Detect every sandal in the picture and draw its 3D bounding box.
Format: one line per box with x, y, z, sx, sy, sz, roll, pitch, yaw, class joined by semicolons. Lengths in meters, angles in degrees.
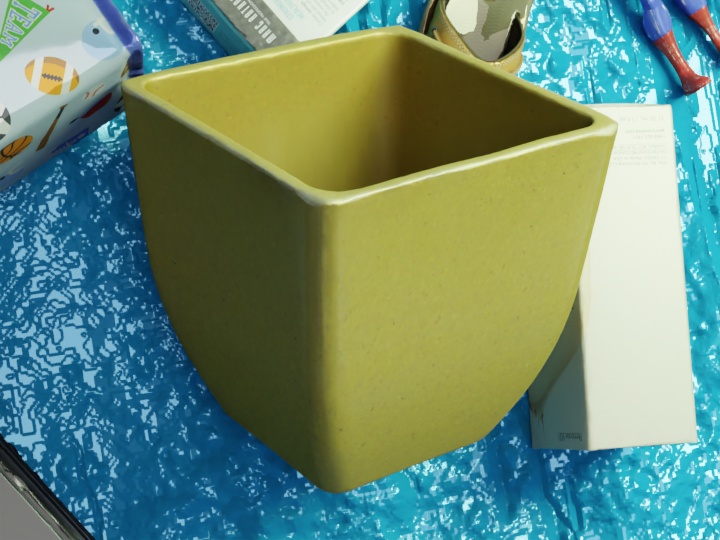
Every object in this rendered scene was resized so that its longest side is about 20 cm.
0.073;-0.140;1.042;0.080;0.054;0.202;18;81;-13;sandal

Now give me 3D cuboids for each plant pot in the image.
0.000;0.000;0.926;0.194;0.194;0.202;-17;122;-33;plant pot

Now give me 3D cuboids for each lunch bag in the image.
-0.237;-0.141;0.921;0.170;0.124;0.201;-36;85;-13;lunch bag

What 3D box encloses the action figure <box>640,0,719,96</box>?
0.179;-0.212;1.083;0.065;0.052;0.201;-35;92;-11;action figure

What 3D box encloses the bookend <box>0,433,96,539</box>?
-0.219;0.112;0.866;0.092;0.200;0.199;-43;96;-14;bookend

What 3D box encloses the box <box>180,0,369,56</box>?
-0.010;-0.205;1.028;0.200;0.049;0.082;-44;96;-14;box

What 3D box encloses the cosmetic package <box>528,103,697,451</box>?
0.145;0.007;1.024;0.072;0.103;0.202;-2;84;-14;cosmetic package
